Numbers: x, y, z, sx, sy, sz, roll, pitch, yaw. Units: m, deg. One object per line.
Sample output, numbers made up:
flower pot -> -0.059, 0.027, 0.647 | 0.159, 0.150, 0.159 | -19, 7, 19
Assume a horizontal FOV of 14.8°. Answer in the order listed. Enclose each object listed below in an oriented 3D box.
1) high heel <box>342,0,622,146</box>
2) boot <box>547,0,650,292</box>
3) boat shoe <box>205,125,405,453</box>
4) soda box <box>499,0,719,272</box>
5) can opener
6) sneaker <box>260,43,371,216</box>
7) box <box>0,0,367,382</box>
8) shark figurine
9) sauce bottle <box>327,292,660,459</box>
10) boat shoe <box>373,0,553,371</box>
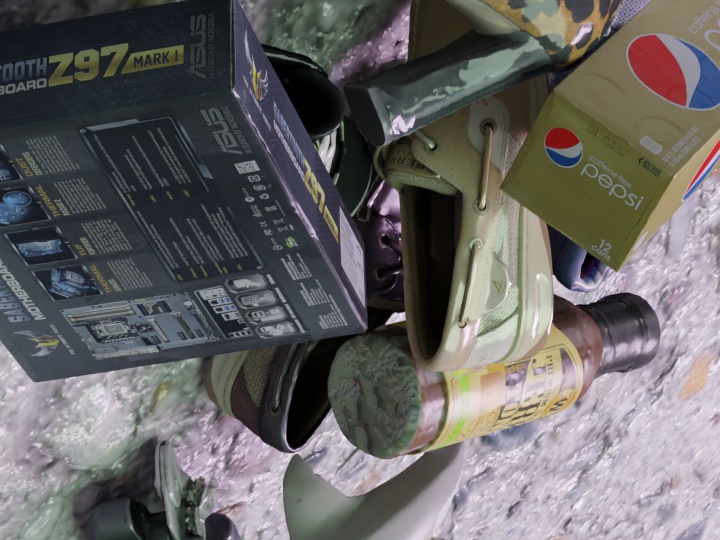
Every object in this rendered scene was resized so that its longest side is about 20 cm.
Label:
high heel -> 0.040, -0.167, 1.178 | 0.142, 0.071, 0.201 | -26, 117, -22
boot -> 0.131, -0.091, 1.386 | 0.073, 0.090, 0.201 | -3, 127, -49
boat shoe -> 0.000, 0.000, 1.348 | 0.200, 0.065, 0.072 | -56, 148, 12
soda box -> 0.146, -0.082, 1.269 | 0.200, 0.068, 0.064 | -42, 164, -47
can opener -> -0.087, 0.154, 1.436 | 0.066, 0.053, 0.200 | -13, 145, 8
sneaker -> -0.037, -0.055, 1.204 | 0.200, 0.082, 0.072 | 18, 74, -57
box -> -0.096, -0.028, 1.133 | 0.157, 0.051, 0.200 | -10, 148, 12
shark figurine -> -0.001, 0.114, 1.386 | 0.215, 0.128, 0.090 | -47, 108, -28
sauce bottle -> 0.073, 0.044, 1.365 | 0.199, 0.065, 0.065 | -13, 134, -44
boat shoe -> 0.043, -0.054, 1.273 | 0.065, 0.072, 0.201 | -9, 97, -33
